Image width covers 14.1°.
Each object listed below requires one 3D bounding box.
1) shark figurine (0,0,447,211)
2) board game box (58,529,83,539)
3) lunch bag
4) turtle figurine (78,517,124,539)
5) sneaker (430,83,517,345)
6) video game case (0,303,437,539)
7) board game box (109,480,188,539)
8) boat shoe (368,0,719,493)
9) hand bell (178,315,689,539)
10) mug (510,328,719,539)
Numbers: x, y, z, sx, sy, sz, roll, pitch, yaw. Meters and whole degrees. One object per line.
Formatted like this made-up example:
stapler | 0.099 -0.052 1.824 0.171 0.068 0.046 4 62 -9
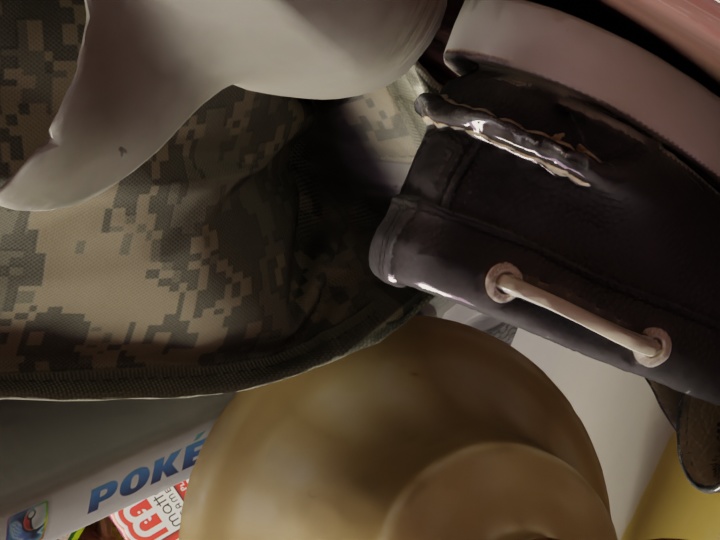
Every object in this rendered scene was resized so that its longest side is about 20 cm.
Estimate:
shark figurine | -0.054 -0.060 0.463 0.214 0.090 0.128 31 177 -36
board game box | -0.158 0.023 0.812 0.101 0.048 0.200 25 171 29
lunch bag | -0.088 -0.048 0.628 0.199 0.118 0.164 -3 -155 -39
turtle figurine | -0.090 0.114 0.921 0.161 0.064 0.201 -11 -114 -39
sneaker | 0.000 0.000 0.812 0.082 0.075 0.200 46 155 34
video game case | -0.112 -0.009 0.691 0.182 0.022 0.200 -23 -131 -39
board game box | -0.006 0.112 0.915 0.200 0.046 0.152 57 -171 -12
boat shoe | 0.081 0.017 0.583 0.200 0.061 0.074 32 172 -40
hand bell | 0.040 0.063 0.565 0.104 0.104 0.200 32 170 -16
mug | 0.086 0.080 0.716 0.149 0.154 0.187 32 177 -14
